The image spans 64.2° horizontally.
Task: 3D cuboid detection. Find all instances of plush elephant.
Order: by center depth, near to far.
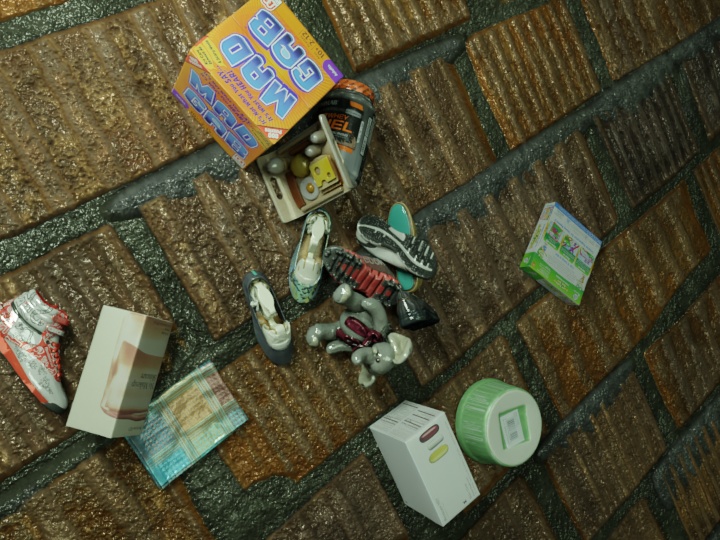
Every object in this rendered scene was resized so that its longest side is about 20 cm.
[{"bbox_3d":[0.011,0.148,1.160,0.199,0.165,0.156,17,34,-40],"label":"plush elephant"}]

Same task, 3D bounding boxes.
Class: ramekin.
[{"bbox_3d":[0.331,0.361,1.352,0.198,0.097,0.203,2,86,-27],"label":"ramekin"}]

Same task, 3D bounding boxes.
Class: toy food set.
[{"bbox_3d":[-0.111,-0.191,1.108,0.060,0.199,0.145,-26,94,-48],"label":"toy food set"}]

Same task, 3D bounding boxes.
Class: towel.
[{"bbox_3d":[-0.325,0.283,1.064,0.199,0.022,0.148,-35,103,-25],"label":"towel"}]

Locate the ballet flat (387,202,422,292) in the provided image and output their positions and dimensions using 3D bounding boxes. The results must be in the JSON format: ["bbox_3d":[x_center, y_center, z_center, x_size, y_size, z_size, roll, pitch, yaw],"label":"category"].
[{"bbox_3d":[0.103,-0.052,1.292,0.063,0.068,0.203,-8,93,-55],"label":"ballet flat"}]

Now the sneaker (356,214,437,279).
[{"bbox_3d":[0.077,-0.045,1.235,0.199,0.080,0.074,35,68,0],"label":"sneaker"}]

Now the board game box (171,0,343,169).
[{"bbox_3d":[-0.196,-0.348,1.069,0.200,0.199,0.200,47,68,-16],"label":"board game box"}]

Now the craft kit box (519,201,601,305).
[{"bbox_3d":[0.532,-0.042,1.513,0.199,0.048,0.199,34,70,-21],"label":"craft kit box"}]

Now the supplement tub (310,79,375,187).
[{"bbox_3d":[-0.038,-0.281,1.190,0.121,0.122,0.202,18,78,-25],"label":"supplement tub"}]

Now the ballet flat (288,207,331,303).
[{"bbox_3d":[-0.103,-0.035,1.171,0.074,0.074,0.202,13,80,-26],"label":"ballet flat"}]

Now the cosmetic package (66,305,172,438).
[{"bbox_3d":[-0.403,0.171,0.972,0.086,0.103,0.202,12,81,10],"label":"cosmetic package"}]

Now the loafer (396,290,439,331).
[{"bbox_3d":[0.123,0.086,1.233,0.072,0.200,0.073,-20,76,10],"label":"loafer"}]

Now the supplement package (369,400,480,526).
[{"bbox_3d":[0.133,0.402,1.216,0.110,0.155,0.202,-29,100,-25],"label":"supplement package"}]

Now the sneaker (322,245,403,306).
[{"bbox_3d":[0.000,0.000,1.209,0.199,0.098,0.071,30,109,-25],"label":"sneaker"}]

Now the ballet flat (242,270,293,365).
[{"bbox_3d":[-0.178,0.096,1.125,0.073,0.073,0.202,-23,97,-26],"label":"ballet flat"}]

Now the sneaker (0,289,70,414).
[{"bbox_3d":[-0.517,0.130,0.949,0.108,0.067,0.202,-37,101,-21],"label":"sneaker"}]
